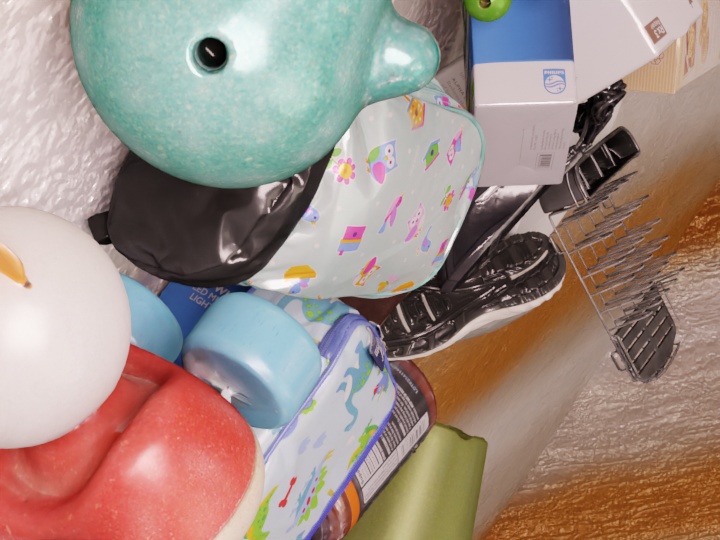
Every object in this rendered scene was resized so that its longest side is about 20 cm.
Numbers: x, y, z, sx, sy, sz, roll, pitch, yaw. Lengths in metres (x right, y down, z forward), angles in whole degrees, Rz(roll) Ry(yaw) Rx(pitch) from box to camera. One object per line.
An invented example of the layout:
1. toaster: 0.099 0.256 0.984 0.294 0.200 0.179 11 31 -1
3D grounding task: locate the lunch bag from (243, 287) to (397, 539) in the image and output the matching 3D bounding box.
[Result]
1. lunch bag: -0.060 0.110 0.786 0.201 0.082 0.161 -54 158 -16

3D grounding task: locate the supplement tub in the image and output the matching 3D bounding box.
1. supplement tub: -0.027 0.153 1.127 0.200 0.106 0.108 -44 158 -41

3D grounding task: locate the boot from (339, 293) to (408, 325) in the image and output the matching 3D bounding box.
1. boot: 0.000 0.000 0.997 0.201 0.072 0.166 -61 166 19

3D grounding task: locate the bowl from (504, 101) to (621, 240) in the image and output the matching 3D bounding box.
1. bowl: 0.150 -0.114 1.217 0.202 0.090 0.202 -52 163 -23

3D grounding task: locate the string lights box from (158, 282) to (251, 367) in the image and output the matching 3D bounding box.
1. string lights box: -0.094 0.053 0.833 0.201 0.059 0.103 -54 160 -19

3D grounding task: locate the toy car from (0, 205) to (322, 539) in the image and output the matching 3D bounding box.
1. toy car: -0.145 0.038 0.568 0.185 0.176 0.201 -54 135 -32

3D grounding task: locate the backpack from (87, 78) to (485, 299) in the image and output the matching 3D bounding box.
1. backpack: -0.024 -0.056 0.716 0.168 0.126 0.199 -59 155 14

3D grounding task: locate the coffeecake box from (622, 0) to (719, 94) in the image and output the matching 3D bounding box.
1. coffeecake box: 0.206 -0.199 1.101 0.200 0.152 0.074 -31 125 -59

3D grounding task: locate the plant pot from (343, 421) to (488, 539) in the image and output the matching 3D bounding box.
1. plant pot: 0.045 0.244 1.407 0.200 0.198 0.192 33 75 -74

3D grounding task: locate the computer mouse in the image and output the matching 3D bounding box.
1. computer mouse: 0.118 -0.068 1.034 0.200 0.046 0.140 -48 174 2

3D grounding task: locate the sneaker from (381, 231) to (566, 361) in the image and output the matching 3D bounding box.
1. sneaker: 0.077 0.034 1.154 0.198 0.075 0.079 -17 160 -7

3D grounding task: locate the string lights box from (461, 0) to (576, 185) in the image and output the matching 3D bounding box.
1. string lights box: 0.091 -0.164 0.823 0.103 0.058 0.202 83 5 -67

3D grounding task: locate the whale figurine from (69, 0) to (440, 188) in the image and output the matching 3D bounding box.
1. whale figurine: -0.032 -0.123 0.540 0.200 0.159 0.104 -49 -169 16

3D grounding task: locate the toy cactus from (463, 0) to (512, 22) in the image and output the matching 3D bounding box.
1. toy cactus: 0.101 -0.234 0.722 0.164 0.102 0.203 -5 93 -43

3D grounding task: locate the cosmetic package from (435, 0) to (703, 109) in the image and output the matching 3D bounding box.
1. cosmetic package: 0.128 -0.147 0.958 0.199 0.074 0.102 -31 -174 39

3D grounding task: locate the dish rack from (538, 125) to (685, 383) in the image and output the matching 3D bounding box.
1. dish rack: 0.228 -0.010 1.169 0.054 0.201 0.153 -24 -174 34
